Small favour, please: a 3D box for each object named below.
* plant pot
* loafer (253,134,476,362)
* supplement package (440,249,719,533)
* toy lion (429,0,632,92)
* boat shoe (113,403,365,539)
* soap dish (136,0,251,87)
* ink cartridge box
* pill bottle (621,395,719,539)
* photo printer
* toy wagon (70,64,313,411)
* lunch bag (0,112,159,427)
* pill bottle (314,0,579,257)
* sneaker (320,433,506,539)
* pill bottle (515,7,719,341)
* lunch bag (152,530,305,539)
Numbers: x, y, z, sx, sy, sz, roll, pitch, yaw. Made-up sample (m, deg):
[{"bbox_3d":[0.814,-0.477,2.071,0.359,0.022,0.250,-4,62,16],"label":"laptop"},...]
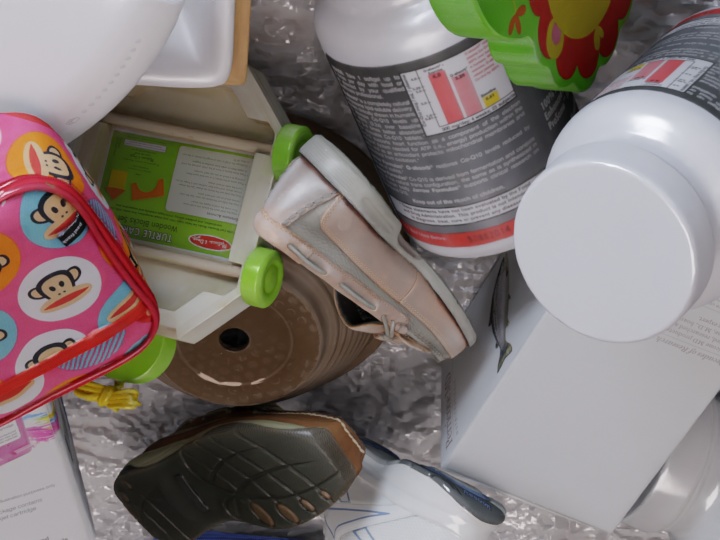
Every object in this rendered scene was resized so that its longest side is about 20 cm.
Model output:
[{"bbox_3d":[-0.071,0.012,1.403,0.200,0.093,0.201,2,127,2],"label":"plant pot"},{"bbox_3d":[0.000,0.000,1.325,0.063,0.072,0.200,-43,142,-4],"label":"loafer"},{"bbox_3d":[0.140,0.032,1.395,0.117,0.117,0.200,21,125,-14],"label":"supplement package"},{"bbox_3d":[0.086,-0.173,1.198,0.069,0.200,0.192,8,119,28],"label":"toy lion"},{"bbox_3d":[-0.069,0.109,1.455,0.200,0.074,0.076,-14,116,47],"label":"boat shoe"},{"bbox_3d":[-0.154,-0.179,1.265,0.199,0.081,0.158,4,127,-1],"label":"soap dish"},{"bbox_3d":[-0.224,0.052,1.395,0.084,0.145,0.200,-16,127,-6],"label":"ink cartridge box"},{"bbox_3d":[0.258,0.140,1.474,0.200,0.116,0.116,21,125,-14],"label":"pill bottle"},{"bbox_3d":[-0.198,-0.143,1.198,0.200,0.070,0.166,38,120,-24],"label":"photo printer"},{"bbox_3d":[-0.112,-0.021,1.331,0.155,0.040,0.200,13,87,24],"label":"toy wagon"},{"bbox_3d":[-0.210,0.024,1.237,0.200,0.082,0.176,-28,140,3],"label":"lunch bag"},{"bbox_3d":[0.043,-0.115,1.285,0.116,0.116,0.200,-16,126,13],"label":"pill bottle"},{"bbox_3d":[0.004,0.147,1.451,0.074,0.200,0.087,26,86,-28],"label":"sneaker"},{"bbox_3d":[0.163,-0.050,1.223,0.116,0.200,0.116,14,121,25],"label":"pill bottle"},{"bbox_3d":[-0.051,0.246,1.588,0.199,0.083,0.161,3,129,0],"label":"lunch bag"}]
